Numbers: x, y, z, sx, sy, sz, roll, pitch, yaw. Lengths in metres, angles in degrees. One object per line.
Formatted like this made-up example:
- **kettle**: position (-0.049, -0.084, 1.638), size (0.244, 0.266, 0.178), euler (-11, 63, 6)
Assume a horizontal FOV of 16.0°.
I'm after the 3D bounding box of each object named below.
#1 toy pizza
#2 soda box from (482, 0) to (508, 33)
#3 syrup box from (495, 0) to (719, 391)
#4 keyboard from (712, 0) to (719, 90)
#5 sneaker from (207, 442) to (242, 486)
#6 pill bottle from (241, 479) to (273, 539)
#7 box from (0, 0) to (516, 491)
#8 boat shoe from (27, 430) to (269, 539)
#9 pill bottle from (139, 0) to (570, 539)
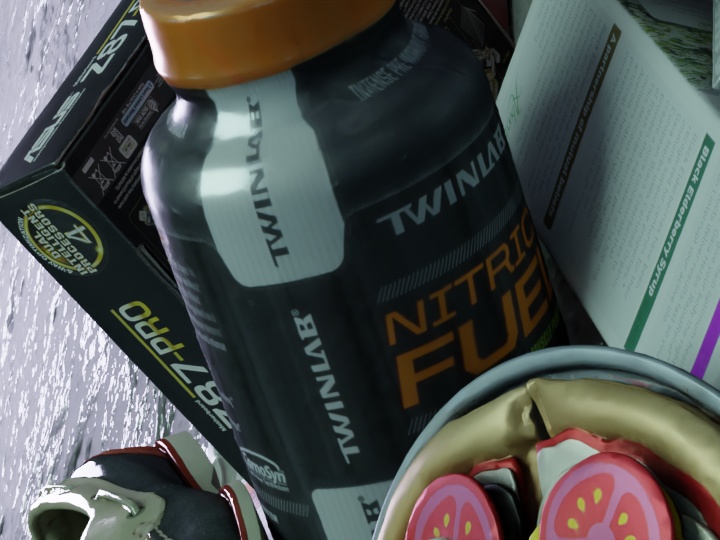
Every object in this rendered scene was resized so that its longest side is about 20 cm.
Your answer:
- **toy pizza**: position (0.056, 0.120, 0.629), size (0.200, 0.032, 0.202), euler (9, 101, 51)
- **soda box**: position (0.021, -0.030, 1.004), size (0.070, 0.063, 0.201), euler (129, 146, -53)
- **syrup box**: position (0.106, -0.020, 0.734), size (0.200, 0.078, 0.082), euler (-116, 41, -59)
- **keyboard**: position (0.118, -0.114, 0.757), size (0.200, 0.011, 0.057), euler (-75, 2, -63)
- **sneaker**: position (-0.025, 0.087, 1.061), size (0.201, 0.077, 0.099), euler (-67, -22, -14)
- **pill bottle**: position (0.019, 0.127, 0.861), size (0.200, 0.109, 0.110), euler (-157, 78, -70)
- **box**: position (-0.019, -0.041, 0.874), size (0.049, 0.161, 0.201), euler (-20, 32, 44)
- **boat shoe**: position (-0.063, 0.099, 0.820), size (0.200, 0.062, 0.072), euler (-147, 43, -71)
- **pill bottle**: position (0.000, 0.000, 0.747), size (0.106, 0.106, 0.201), euler (-131, 20, -66)
